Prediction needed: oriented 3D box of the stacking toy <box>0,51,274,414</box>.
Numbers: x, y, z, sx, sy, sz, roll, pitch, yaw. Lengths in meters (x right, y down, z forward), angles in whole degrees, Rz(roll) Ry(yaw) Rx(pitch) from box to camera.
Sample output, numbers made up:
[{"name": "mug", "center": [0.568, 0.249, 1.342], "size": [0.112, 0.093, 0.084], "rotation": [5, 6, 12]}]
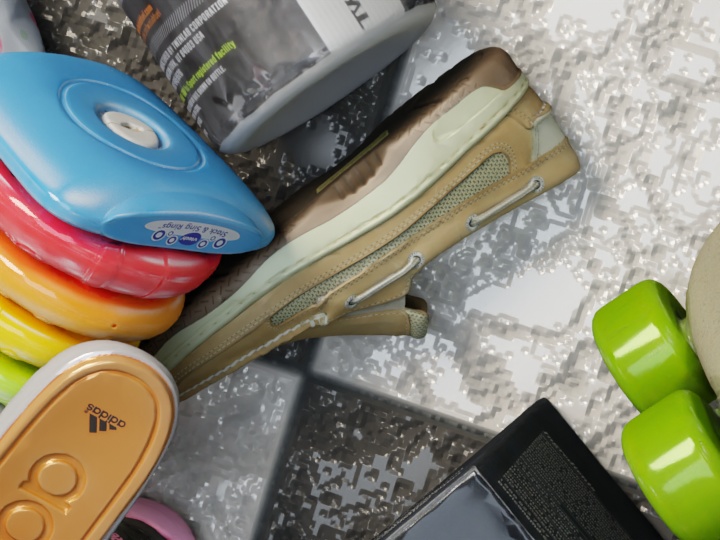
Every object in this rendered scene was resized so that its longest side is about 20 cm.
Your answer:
[{"name": "stacking toy", "center": [-0.132, 0.026, 0.953], "size": [0.110, 0.116, 0.201], "rotation": [47, 115, 36]}]

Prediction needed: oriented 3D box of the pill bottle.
[{"name": "pill bottle", "center": [-0.065, -0.155, 0.962], "size": [0.106, 0.106, 0.201], "rotation": [-34, 87, 12]}]

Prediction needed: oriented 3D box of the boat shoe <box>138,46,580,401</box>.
[{"name": "boat shoe", "center": [0.000, 0.000, 0.982], "size": [0.200, 0.072, 0.076], "rotation": [-37, 101, 13]}]

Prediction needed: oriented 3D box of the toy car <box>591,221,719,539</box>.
[{"name": "toy car", "center": [0.213, 0.066, 0.927], "size": [0.164, 0.158, 0.200], "rotation": [-34, 115, 15]}]

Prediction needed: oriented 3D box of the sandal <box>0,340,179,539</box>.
[{"name": "sandal", "center": [-0.138, 0.117, 0.914], "size": [0.079, 0.059, 0.207], "rotation": [28, 110, -15]}]

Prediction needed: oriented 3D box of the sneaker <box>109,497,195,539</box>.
[{"name": "sneaker", "center": [-0.169, 0.137, 1.009], "size": [0.199, 0.095, 0.080], "rotation": [-11, 93, 14]}]

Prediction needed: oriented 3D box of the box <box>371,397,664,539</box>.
[{"name": "box", "center": [0.035, 0.143, 0.912], "size": [0.148, 0.200, 0.107], "rotation": [-41, 86, 12]}]

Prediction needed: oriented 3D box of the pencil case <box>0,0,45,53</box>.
[{"name": "pencil case", "center": [-0.190, -0.120, 1.002], "size": [0.090, 0.083, 0.201], "rotation": [-26, 89, 6]}]
